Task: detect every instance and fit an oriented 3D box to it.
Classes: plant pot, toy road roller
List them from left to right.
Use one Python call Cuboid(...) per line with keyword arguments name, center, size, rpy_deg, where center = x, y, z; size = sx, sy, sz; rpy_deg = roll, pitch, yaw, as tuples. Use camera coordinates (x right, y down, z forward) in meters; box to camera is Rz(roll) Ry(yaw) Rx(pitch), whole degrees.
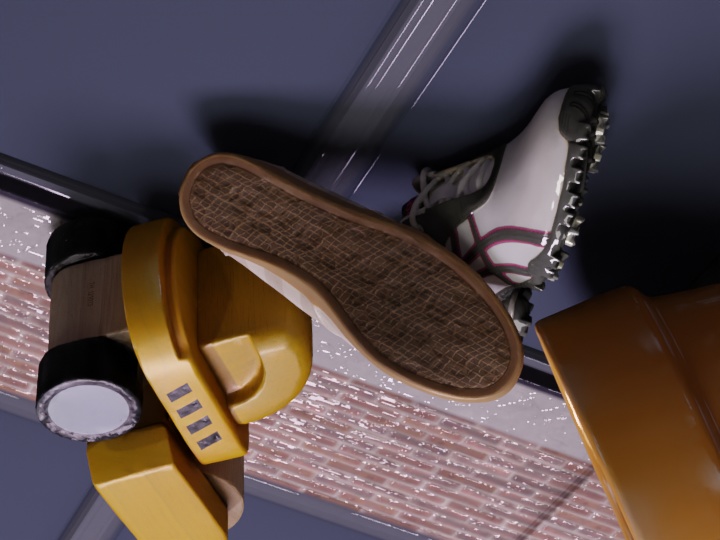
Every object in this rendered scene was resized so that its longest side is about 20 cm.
Cuboid(name="toy road roller", center=(-0.085, 0.057, 1.207), size=(0.146, 0.123, 0.200), rpy_deg=(-14, 137, 12))
Cuboid(name="plant pot", center=(0.212, 0.081, 1.108), size=(0.183, 0.200, 0.200), rpy_deg=(-24, 137, 2))

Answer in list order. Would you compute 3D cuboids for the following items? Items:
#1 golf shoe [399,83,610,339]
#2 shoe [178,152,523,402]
Cuboid(name="golf shoe", center=(0.065, -0.026, 1.100), size=(0.088, 0.077, 0.200), rpy_deg=(23, 140, -1))
Cuboid(name="shoe", center=(0.000, 0.000, 1.109), size=(0.200, 0.070, 0.053), rpy_deg=(34, -175, 13))
